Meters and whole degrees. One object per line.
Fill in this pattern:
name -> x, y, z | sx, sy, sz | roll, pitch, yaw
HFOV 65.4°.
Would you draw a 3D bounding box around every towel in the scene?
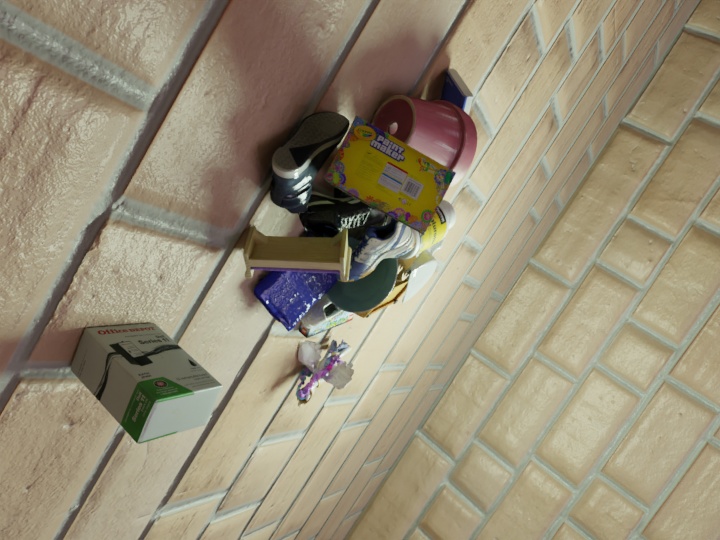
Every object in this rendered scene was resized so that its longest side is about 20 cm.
towel -> -0.134, 0.019, 1.242 | 0.200, 0.049, 0.148 | -45, 134, -15

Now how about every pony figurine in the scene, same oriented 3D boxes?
pony figurine -> -0.098, 0.271, 1.554 | 0.194, 0.166, 0.200 | -61, 170, 30

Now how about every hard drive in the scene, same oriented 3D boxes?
hard drive -> 0.215, -0.356, 1.344 | 0.025, 0.133, 0.202 | -5, 136, -12

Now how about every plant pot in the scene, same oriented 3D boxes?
plant pot -> 0.124, -0.284, 1.212 | 0.178, 0.200, 0.202 | 12, 112, -47

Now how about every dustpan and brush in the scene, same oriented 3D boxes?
dustpan and brush -> 0.164, -0.019, 1.426 | 0.199, 0.057, 0.140 | -35, 154, -28

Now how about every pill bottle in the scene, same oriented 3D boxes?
pill bottle -> 0.150, -0.110, 1.385 | 0.199, 0.111, 0.112 | -29, 145, -43

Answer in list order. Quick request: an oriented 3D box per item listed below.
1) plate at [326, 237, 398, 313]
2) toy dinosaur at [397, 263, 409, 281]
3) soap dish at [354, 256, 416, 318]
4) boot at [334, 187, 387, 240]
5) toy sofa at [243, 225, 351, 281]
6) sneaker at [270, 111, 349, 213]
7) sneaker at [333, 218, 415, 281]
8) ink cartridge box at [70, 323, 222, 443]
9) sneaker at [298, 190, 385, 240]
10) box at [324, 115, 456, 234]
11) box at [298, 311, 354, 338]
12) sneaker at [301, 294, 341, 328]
plate -> 0.000, 0.000, 1.304 | 0.201, 0.199, 0.026 | -56, 151, 4
toy dinosaur -> 0.059, -0.009, 1.336 | 0.060, 0.106, 0.202 | 1, 119, -45
soap dish -> 0.064, 0.039, 1.483 | 0.199, 0.081, 0.158 | -21, 156, -54
boot -> 0.005, -0.148, 1.221 | 0.129, 0.068, 0.201 | 9, 129, -18
toy sofa -> -0.118, -0.022, 1.074 | 0.098, 0.197, 0.083 | 89, 4, -45
sneaker -> -0.098, -0.198, 1.051 | 0.203, 0.076, 0.147 | -48, 164, -33
sneaker -> 0.018, -0.053, 1.227 | 0.199, 0.076, 0.088 | -31, 131, 5
ink cartridge box -> -0.349, 0.174, 0.916 | 0.146, 0.199, 0.084 | 2, 118, -61
sneaker -> -0.032, -0.096, 1.137 | 0.197, 0.113, 0.074 | 4, 131, -20
box -> 0.045, -0.173, 1.042 | 0.123, 0.198, 0.193 | -62, -172, 5
box -> -0.073, 0.103, 1.496 | 0.199, 0.035, 0.111 | -16, 135, -53
sneaker -> -0.060, 0.070, 1.369 | 0.076, 0.088, 0.200 | 60, 41, -21
